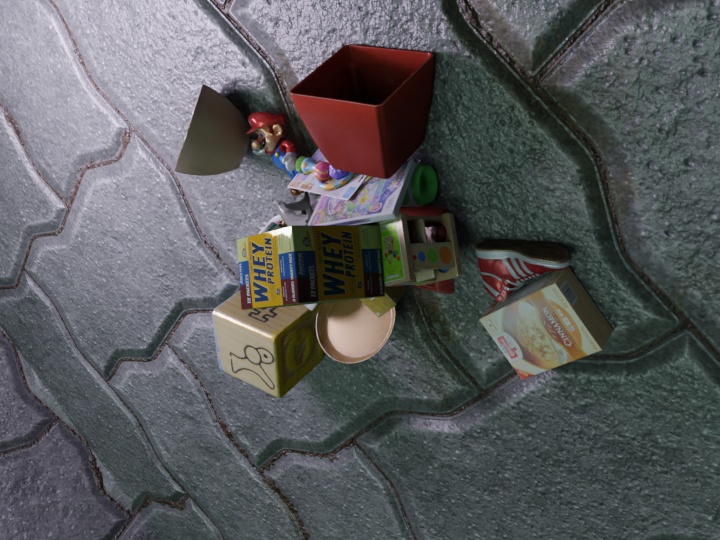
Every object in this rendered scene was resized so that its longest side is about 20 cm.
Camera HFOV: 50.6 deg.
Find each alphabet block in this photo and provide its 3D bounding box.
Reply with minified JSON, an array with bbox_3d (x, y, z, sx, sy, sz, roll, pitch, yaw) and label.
[{"bbox_3d":[-0.224,0.160,1.881,0.199,0.196,0.197,20,130,27],"label":"alphabet block"}]

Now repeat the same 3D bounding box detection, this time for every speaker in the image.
[{"bbox_3d":[0.052,-0.171,1.526,0.199,0.088,0.089,4,120,37],"label":"speaker"}]

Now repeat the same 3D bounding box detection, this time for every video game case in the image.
[{"bbox_3d":[0.001,-0.141,1.452,0.198,0.144,0.018,-7,135,34],"label":"video game case"}]

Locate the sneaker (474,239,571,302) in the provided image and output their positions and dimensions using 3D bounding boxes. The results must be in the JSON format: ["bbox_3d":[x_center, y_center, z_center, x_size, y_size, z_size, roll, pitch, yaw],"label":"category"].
[{"bbox_3d":[0.312,0.007,1.443,0.199,0.071,0.114,9,119,43],"label":"sneaker"}]

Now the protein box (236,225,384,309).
[{"bbox_3d":[-0.095,-0.006,1.422,0.198,0.199,0.136,-8,86,51],"label":"protein box"}]

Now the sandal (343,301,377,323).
[{"bbox_3d":[-0.014,0.085,1.756,0.199,0.075,0.046,4,111,40],"label":"sandal"}]

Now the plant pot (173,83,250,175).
[{"bbox_3d":[-0.320,-0.294,1.691,0.133,0.202,0.201,18,137,-15],"label":"plant pot"}]

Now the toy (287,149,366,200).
[{"bbox_3d":[-0.064,-0.207,1.523,0.199,0.115,0.047,15,151,49],"label":"toy"}]

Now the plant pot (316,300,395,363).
[{"bbox_3d":[-0.007,0.110,1.690,0.199,0.202,0.027,13,169,32],"label":"plant pot"}]

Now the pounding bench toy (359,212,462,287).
[{"bbox_3d":[0.079,-0.031,1.486,0.199,0.155,0.126,-15,81,50],"label":"pounding bench toy"}]

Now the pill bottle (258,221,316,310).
[{"bbox_3d":[-0.157,-0.007,1.723,0.200,0.113,0.113,39,135,1],"label":"pill bottle"}]

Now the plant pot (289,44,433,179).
[{"bbox_3d":[0.016,-0.287,1.415,0.199,0.200,0.177,16,137,30],"label":"plant pot"}]

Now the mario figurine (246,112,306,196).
[{"bbox_3d":[-0.186,-0.248,1.648,0.123,0.106,0.201,-28,102,32],"label":"mario figurine"}]

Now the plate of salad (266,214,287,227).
[{"bbox_3d":[-0.157,-0.037,1.806,0.199,0.048,0.202,21,129,28],"label":"plate of salad"}]

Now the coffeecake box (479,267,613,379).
[{"bbox_3d":[0.355,0.105,1.471,0.154,0.073,0.200,53,136,-4],"label":"coffeecake box"}]

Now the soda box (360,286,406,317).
[{"bbox_3d":[0.000,0.000,1.596,0.200,0.064,0.068,44,133,-8],"label":"soda box"}]

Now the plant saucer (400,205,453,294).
[{"bbox_3d":[0.097,-0.047,1.606,0.199,0.037,0.201,12,124,32],"label":"plant saucer"}]

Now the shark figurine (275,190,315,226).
[{"bbox_3d":[-0.138,-0.102,1.657,0.128,0.089,0.214,50,165,-9],"label":"shark figurine"}]
